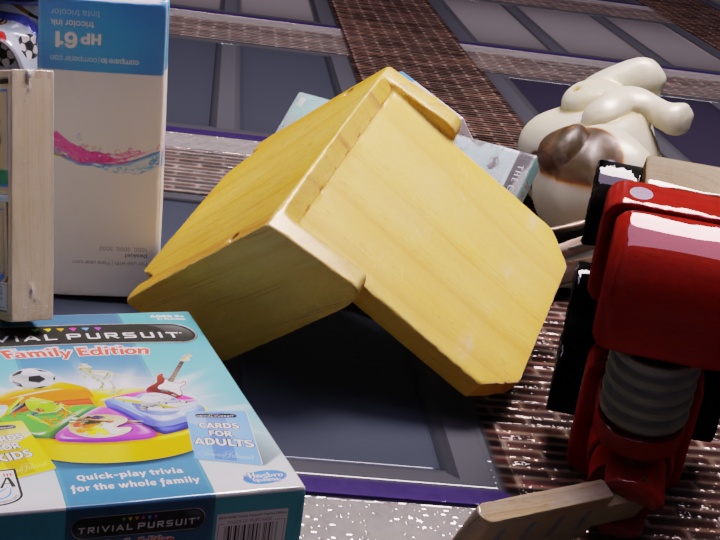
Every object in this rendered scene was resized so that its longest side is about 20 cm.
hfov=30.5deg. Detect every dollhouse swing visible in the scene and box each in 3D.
[{"bbox_3d":[0.000,0.000,0.852,0.182,0.176,0.200,-26,21,36],"label":"dollhouse swing"}]

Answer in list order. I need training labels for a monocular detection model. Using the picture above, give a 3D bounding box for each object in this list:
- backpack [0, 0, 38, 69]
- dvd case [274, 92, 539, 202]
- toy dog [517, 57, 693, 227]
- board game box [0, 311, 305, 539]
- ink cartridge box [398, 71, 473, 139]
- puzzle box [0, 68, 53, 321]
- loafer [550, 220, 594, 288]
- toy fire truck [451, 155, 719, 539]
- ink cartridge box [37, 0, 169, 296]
[{"bbox_3d":[-0.286,-0.159,1.062,0.190,0.200,0.154,15,34,27],"label":"backpack"},{"bbox_3d":[0.010,-0.047,0.952,0.200,0.022,0.146,19,67,23],"label":"dvd case"},{"bbox_3d":[0.196,-0.092,1.120,0.194,0.140,0.200,-2,19,9],"label":"toy dog"},{"bbox_3d":[-0.132,0.081,0.648,0.151,0.047,0.200,-1,22,-24],"label":"board game box"},{"bbox_3d":[0.027,-0.083,1.048,0.115,0.068,0.200,-31,27,-3],"label":"ink cartridge box"},{"bbox_3d":[-0.232,-0.047,0.754,0.025,0.133,0.200,-2,5,-40],"label":"puzzle box"},{"bbox_3d":[0.135,-0.017,0.992,0.200,0.063,0.072,-3,22,-28],"label":"loafer"},{"bbox_3d":[0.127,0.058,0.655,0.128,0.176,0.200,12,35,8],"label":"toy fire truck"},{"bbox_3d":[-0.175,-0.098,0.895,0.085,0.200,0.145,0,21,-11],"label":"ink cartridge box"}]
